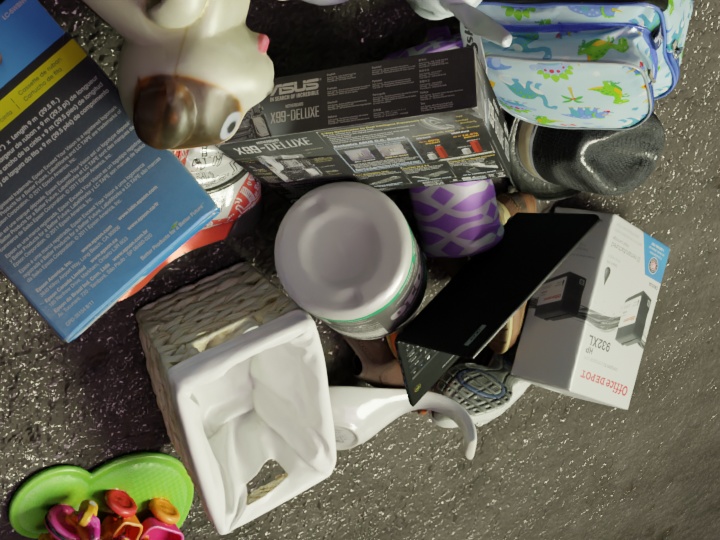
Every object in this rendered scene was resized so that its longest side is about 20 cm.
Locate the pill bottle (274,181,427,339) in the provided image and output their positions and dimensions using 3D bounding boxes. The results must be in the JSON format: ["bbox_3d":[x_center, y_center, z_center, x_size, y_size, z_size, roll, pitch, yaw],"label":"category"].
[{"bbox_3d":[0.000,0.000,0.869,0.113,0.113,0.200,-47,167,-1],"label":"pill bottle"}]

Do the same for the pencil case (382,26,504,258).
[{"bbox_3d":[0.078,-0.108,0.884,0.085,0.083,0.202,-38,122,-48],"label":"pencil case"}]

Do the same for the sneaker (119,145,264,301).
[{"bbox_3d":[-0.171,-0.053,0.776,0.200,0.067,0.109,-29,133,-24],"label":"sneaker"}]

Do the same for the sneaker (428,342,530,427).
[{"bbox_3d":[0.143,0.150,1.150,0.199,0.074,0.088,-15,139,-49],"label":"sneaker"}]

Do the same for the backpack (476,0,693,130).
[{"bbox_3d":[0.190,-0.204,0.858,0.200,0.182,0.148,24,75,-62],"label":"backpack"}]

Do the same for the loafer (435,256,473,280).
[{"bbox_3d":[0.092,-0.035,1.004,0.071,0.073,0.201,-26,124,-16],"label":"loafer"}]

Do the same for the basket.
[{"bbox_3d":[-0.114,0.112,0.899,0.135,0.123,0.201,-25,132,-22],"label":"basket"}]

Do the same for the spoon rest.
[{"bbox_3d":[0.023,0.155,1.038,0.198,0.061,0.100,6,141,2],"label":"spoon rest"}]

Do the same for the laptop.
[{"bbox_3d":[0.125,0.043,0.907,0.177,0.103,0.201,-43,149,-19],"label":"laptop"}]

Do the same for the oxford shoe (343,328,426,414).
[{"bbox_3d":[0.031,0.098,1.063,0.072,0.072,0.201,-10,143,9],"label":"oxford shoe"}]

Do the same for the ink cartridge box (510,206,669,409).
[{"bbox_3d":[0.266,0.046,1.137,0.145,0.083,0.202,21,83,-46],"label":"ink cartridge box"}]

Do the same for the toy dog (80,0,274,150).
[{"bbox_3d":[-0.128,-0.175,0.628,0.192,0.140,0.201,-21,104,-1],"label":"toy dog"}]

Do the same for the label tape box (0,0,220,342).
[{"bbox_3d":[-0.217,-0.073,0.701,0.144,0.063,0.200,-40,96,-3],"label":"label tape box"}]

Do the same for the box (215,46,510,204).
[{"bbox_3d":[0.007,-0.105,0.768,0.198,0.050,0.158,-6,166,16],"label":"box"}]

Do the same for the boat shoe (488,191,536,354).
[{"bbox_3d":[0.164,0.005,1.082,0.067,0.072,0.201,-22,129,-23],"label":"boat shoe"}]

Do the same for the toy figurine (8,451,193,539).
[{"bbox_3d":[-0.203,0.276,0.901,0.199,0.184,0.151,29,100,-46],"label":"toy figurine"}]

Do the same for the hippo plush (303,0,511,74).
[{"bbox_3d":[0.009,-0.239,0.744,0.159,0.159,0.202,-3,83,-8],"label":"hippo plush"}]

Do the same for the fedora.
[{"bbox_3d":[0.249,-0.138,1.030,0.199,0.092,0.202,-21,131,-26],"label":"fedora"}]
